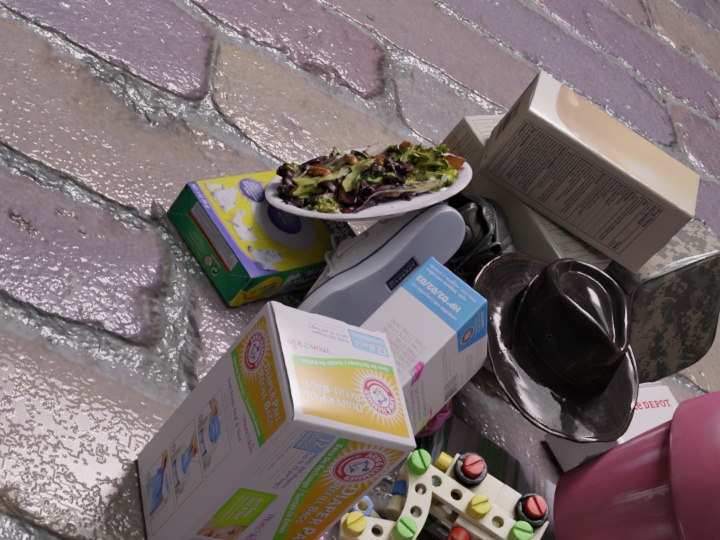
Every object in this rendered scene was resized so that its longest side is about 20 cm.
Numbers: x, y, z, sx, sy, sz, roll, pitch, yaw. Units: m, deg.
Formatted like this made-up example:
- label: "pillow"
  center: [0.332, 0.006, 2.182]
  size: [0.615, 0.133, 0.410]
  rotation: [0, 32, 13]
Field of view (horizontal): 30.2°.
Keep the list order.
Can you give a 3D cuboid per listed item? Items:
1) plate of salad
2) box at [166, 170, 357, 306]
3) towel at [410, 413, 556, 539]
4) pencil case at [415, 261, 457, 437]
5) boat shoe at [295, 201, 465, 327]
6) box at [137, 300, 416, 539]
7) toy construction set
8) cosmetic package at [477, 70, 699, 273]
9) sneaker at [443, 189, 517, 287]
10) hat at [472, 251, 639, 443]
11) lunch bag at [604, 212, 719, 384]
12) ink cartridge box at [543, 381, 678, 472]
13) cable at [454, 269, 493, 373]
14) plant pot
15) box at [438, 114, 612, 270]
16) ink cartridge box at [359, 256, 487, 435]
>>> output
- label: "plate of salad"
  center: [0.006, -0.094, 1.256]
  size: [0.197, 0.049, 0.201]
  rotation: [-5, 23, 2]
- label: "box"
  center: [-0.078, -0.038, 1.285]
  size: [0.199, 0.048, 0.118]
  rotation: [-13, 61, -53]
- label: "towel"
  center: [0.138, 0.221, 1.238]
  size: [0.199, 0.031, 0.150]
  rotation: [34, 36, -14]
- label: "pencil case"
  center: [0.052, 0.068, 1.273]
  size: [0.201, 0.085, 0.084]
  rotation: [-78, 152, -52]
- label: "boat shoe"
  center: [-0.001, -0.004, 1.245]
  size: [0.086, 0.202, 0.075]
  rotation: [40, -11, 49]
- label: "box"
  center: [-0.066, 0.131, 0.975]
  size: [0.111, 0.200, 0.102]
  rotation: [16, 42, -33]
- label: "toy construction set"
  center: [0.084, 0.228, 1.107]
  size: [0.199, 0.092, 0.132]
  rotation: [41, 55, -5]
- label: "cosmetic package"
  center: [0.229, -0.097, 1.337]
  size: [0.198, 0.105, 0.072]
  rotation: [33, 45, -9]
- label: "sneaker"
  center: [0.123, 0.006, 1.288]
  size: [0.114, 0.076, 0.202]
  rotation: [23, 42, -56]
- label: "hat"
  center: [0.198, 0.050, 1.197]
  size: [0.198, 0.081, 0.203]
  rotation: [21, 47, -24]
- label: "lunch bag"
  center: [0.310, 0.003, 1.494]
  size: [0.138, 0.202, 0.168]
  rotation: [-23, 48, -14]
- label: "ink cartridge box"
  center: [0.297, 0.223, 1.349]
  size: [0.145, 0.083, 0.202]
  rotation: [1, 52, -45]
- label: "cable"
  center: [0.161, 0.035, 1.429]
  size: [0.198, 0.069, 0.202]
  rotation: [11, 46, -39]
- label: "plant pot"
  center: [0.275, 0.221, 1.173]
  size: [0.199, 0.177, 0.203]
  rotation: [35, 46, -46]
- label: "box"
  center: [0.165, -0.063, 1.404]
  size: [0.094, 0.078, 0.201]
  rotation: [-6, 58, -47]
- label: "ink cartridge box"
  center: [0.017, 0.099, 1.110]
  size: [0.068, 0.116, 0.200]
  rotation: [38, 70, 24]
